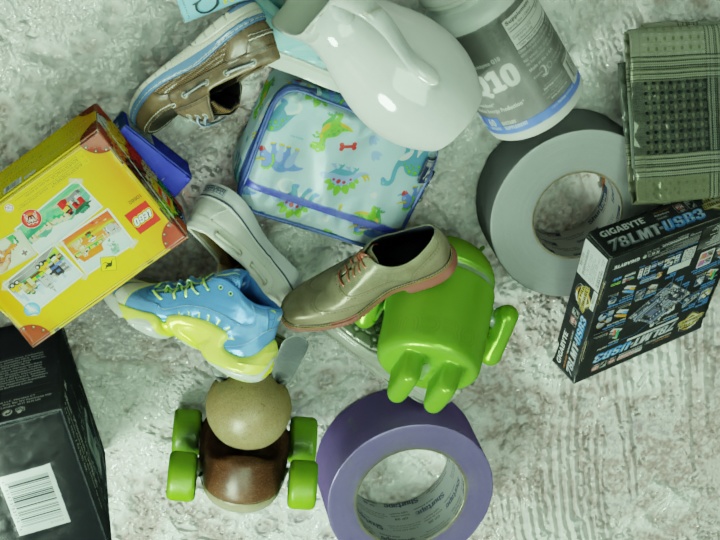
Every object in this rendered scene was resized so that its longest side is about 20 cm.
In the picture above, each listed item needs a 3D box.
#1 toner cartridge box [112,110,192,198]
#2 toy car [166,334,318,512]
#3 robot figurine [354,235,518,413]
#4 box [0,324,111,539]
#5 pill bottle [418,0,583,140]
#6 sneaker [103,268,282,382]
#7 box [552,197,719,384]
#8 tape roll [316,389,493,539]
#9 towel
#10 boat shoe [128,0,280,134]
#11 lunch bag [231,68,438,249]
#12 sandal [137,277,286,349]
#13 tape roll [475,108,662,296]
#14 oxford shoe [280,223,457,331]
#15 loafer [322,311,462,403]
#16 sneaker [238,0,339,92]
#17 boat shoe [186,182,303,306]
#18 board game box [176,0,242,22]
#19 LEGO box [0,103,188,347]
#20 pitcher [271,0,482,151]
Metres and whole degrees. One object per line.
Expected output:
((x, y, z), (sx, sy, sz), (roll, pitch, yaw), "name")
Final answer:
((-0.277, -0.061, 1.663), (0.095, 0.043, 0.200), (39, 103, -25), "toner cartridge box")
((-0.122, 0.146, 1.734), (0.163, 0.158, 0.201), (4, 120, -5), "toy car")
((0.083, 0.050, 1.730), (0.174, 0.201, 0.116), (15, 152, -5), "robot figurine")
((-0.345, 0.186, 1.683), (0.117, 0.200, 0.198), (-15, 120, -4), "box")
((0.136, -0.242, 1.626), (0.113, 0.114, 0.200), (-33, 119, 5), "pill bottle")
((-0.165, 0.029, 1.641), (0.199, 0.076, 0.106), (26, 105, 6), "sneaker")
((0.320, 0.015, 1.771), (0.199, 0.050, 0.199), (-20, 142, -26), "box")
((0.050, 0.244, 1.874), (0.198, 0.085, 0.201), (-5, 117, -10), "tape roll")
((0.369, -0.174, 1.721), (0.199, 0.035, 0.194), (-6, 97, -20), "towel")
((-0.156, -0.181, 1.570), (0.200, 0.072, 0.073), (-36, 85, 40), "boat shoe")
((-0.027, -0.114, 1.674), (0.199, 0.083, 0.161), (19, 115, -20), "lunch bag")
((-0.154, 0.049, 1.737), (0.200, 0.058, 0.080), (29, 143, -12), "sandal")
((0.230, -0.075, 1.762), (0.199, 0.066, 0.202), (-6, 117, -11), "tape roll")
((0.000, 0.000, 1.671), (0.199, 0.071, 0.075), (-25, 146, 4), "oxford shoe")
((0.025, 0.095, 1.799), (0.199, 0.070, 0.070), (34, 135, -14), "loafer")
((-0.033, -0.235, 1.613), (0.199, 0.074, 0.082), (14, 116, -21), "sneaker")
((-0.124, -0.004, 1.684), (0.070, 0.071, 0.200), (-58, 142, -23), "boat shoe")
((-0.099, -0.334, 1.528), (0.199, 0.103, 0.105), (-21, 120, -2), "board game box")
((-0.297, -0.044, 1.597), (0.199, 0.077, 0.149), (-34, 118, 6), "LEGO box")
((0.029, -0.203, 1.522), (0.200, 0.171, 0.122), (38, 86, -21), "pitcher")
